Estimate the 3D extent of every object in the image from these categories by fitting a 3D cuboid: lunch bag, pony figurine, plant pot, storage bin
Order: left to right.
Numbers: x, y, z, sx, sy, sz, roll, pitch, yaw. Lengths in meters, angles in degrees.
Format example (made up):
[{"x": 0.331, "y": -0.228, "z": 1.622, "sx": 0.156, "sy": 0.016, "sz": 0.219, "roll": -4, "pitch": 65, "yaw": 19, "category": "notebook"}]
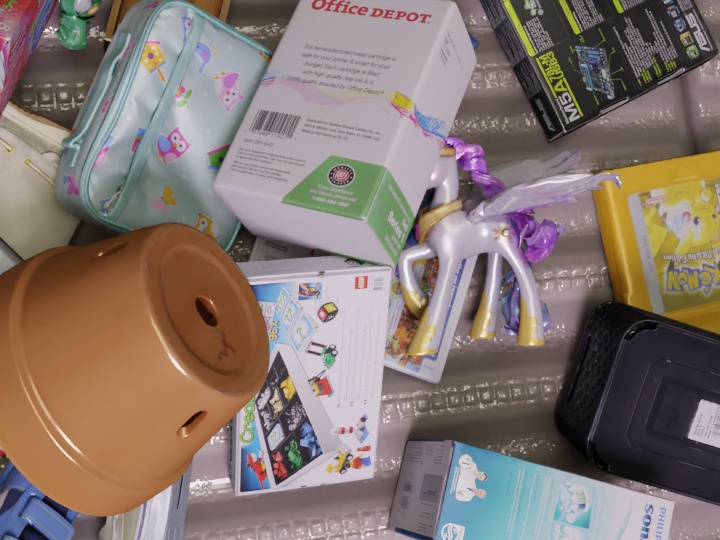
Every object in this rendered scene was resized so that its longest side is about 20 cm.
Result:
[{"x": -0.159, "y": 0.056, "z": 0.837, "sx": 0.139, "sy": 0.200, "sz": 0.202, "roll": -29, "pitch": 89, "yaw": 24, "category": "plant pot"}, {"x": -0.155, "y": -0.111, "z": 0.946, "sx": 0.159, "sy": 0.077, "sz": 0.203, "roll": 26, "pitch": 82, "yaw": -42, "category": "lunch bag"}, {"x": 0.114, "y": -0.037, "z": 0.995, "sx": 0.190, "sy": 0.167, "sz": 0.204, "roll": -4, "pitch": 98, "yaw": -6, "category": "pony figurine"}, {"x": 0.292, "y": 0.122, "z": 1.030, "sx": 0.197, "sy": 0.094, "sz": 0.137, "roll": 17, "pitch": 96, "yaw": -10, "category": "storage bin"}]

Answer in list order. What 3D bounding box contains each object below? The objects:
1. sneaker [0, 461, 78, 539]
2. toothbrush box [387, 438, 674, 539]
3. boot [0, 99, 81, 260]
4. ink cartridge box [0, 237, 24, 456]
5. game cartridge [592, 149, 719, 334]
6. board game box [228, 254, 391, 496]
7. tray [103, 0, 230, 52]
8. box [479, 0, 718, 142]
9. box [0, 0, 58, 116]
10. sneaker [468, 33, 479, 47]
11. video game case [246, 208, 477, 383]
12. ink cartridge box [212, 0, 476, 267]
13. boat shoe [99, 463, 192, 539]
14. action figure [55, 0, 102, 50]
[{"x": -0.267, "y": 0.212, "z": 0.898, "sx": 0.200, "sy": 0.082, "sz": 0.074, "roll": -47, "pitch": 131, "yaw": -10, "category": "sneaker"}, {"x": 0.139, "y": 0.207, "z": 0.973, "sx": 0.197, "sy": 0.146, "sz": 0.087, "roll": 16, "pitch": 79, "yaw": -12, "category": "toothbrush box"}, {"x": -0.320, "y": -0.066, "z": 0.942, "sx": 0.198, "sy": 0.072, "sz": 0.157, "roll": 24, "pitch": 79, "yaw": -12, "category": "boot"}, {"x": -0.315, "y": 0.082, "z": 0.893, "sx": 0.200, "sy": 0.050, "sz": 0.163, "roll": -46, "pitch": 115, "yaw": -9, "category": "ink cartridge box"}, {"x": 0.322, "y": -0.009, "z": 1.106, "sx": 0.173, "sy": 0.032, "sz": 0.203, "roll": -11, "pitch": 84, "yaw": -15, "category": "game cartridge"}, {"x": -0.044, "y": 0.087, "z": 0.947, "sx": 0.124, "sy": 0.035, "sz": 0.203, "roll": -4, "pitch": 116, "yaw": -18, "category": "board game box"}, {"x": -0.157, "y": -0.280, "z": 1.029, "sx": 0.097, "sy": 0.037, "sz": 0.203, "roll": 14, "pitch": 80, "yaw": -11, "category": "tray"}, {"x": 0.222, "y": -0.255, "z": 1.112, "sx": 0.191, "sy": 0.047, "sz": 0.202, "roll": -27, "pitch": 90, "yaw": -13, "category": "box"}, {"x": -0.298, "y": -0.226, "z": 0.916, "sx": 0.098, "sy": 0.096, "sz": 0.202, "roll": 18, "pitch": 48, "yaw": -10, "category": "box"}, {"x": 0.016, "y": -0.176, "z": 1.043, "sx": 0.199, "sy": 0.070, "sz": 0.078, "roll": -40, "pitch": 88, "yaw": -21, "category": "sneaker"}, {"x": 0.000, "y": 0.000, "z": 1.035, "sx": 0.197, "sy": 0.018, "sz": 0.145, "roll": 21, "pitch": 77, "yaw": -9, "category": "video game case"}, {"x": -0.008, "y": -0.121, "z": 0.932, "sx": 0.143, "sy": 0.084, "sz": 0.202, "roll": 13, "pitch": 69, "yaw": 27, "category": "ink cartridge box"}, {"x": -0.182, "y": 0.220, "z": 0.943, "sx": 0.061, "sy": 0.072, "sz": 0.203, "roll": 5, "pitch": 76, "yaw": 12, "category": "boat shoe"}, {"x": -0.212, "y": -0.281, "z": 0.960, "sx": 0.054, "sy": 0.118, "sz": 0.202, "roll": 20, "pitch": 104, "yaw": -14, "category": "action figure"}]
